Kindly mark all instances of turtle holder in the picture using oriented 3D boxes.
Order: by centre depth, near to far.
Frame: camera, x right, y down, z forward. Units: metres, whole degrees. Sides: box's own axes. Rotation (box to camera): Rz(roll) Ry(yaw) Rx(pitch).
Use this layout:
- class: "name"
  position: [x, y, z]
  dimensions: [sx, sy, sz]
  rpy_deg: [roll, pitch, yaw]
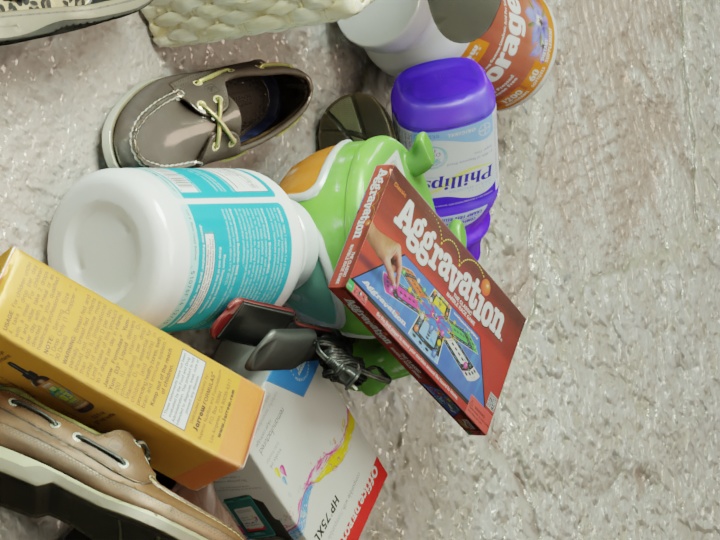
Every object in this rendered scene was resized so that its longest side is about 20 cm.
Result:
- class: "turtle holder"
  position: [0.001, -0.011, 1.676]
  dimensions: [0.186, 0.131, 0.142]
  rpy_deg: [55, 37, -45]

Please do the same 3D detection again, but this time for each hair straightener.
- class: "hair straightener"
  position: [-0.031, 0.066, 1.560]
  dimensions: [0.041, 0.077, 0.200]
  rpy_deg: [-50, 156, 6]

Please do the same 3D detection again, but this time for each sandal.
- class: "sandal"
  position: [0.007, -0.038, 1.761]
  dimensions: [0.055, 0.081, 0.202]
  rpy_deg: [17, 63, -77]

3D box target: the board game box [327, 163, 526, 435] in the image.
- class: "board game box"
  position: [0.052, 0.024, 1.598]
  dimensions: [0.200, 0.019, 0.104]
  rpy_deg: [47, 53, -41]

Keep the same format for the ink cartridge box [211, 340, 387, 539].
- class: "ink cartridge box"
  position: [-0.049, 0.151, 1.637]
  dimensions: [0.201, 0.067, 0.117]
  rpy_deg: [59, 40, -32]

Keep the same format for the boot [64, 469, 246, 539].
- class: "boot"
  position: [-0.121, 0.232, 1.520]
  dimensions: [0.187, 0.064, 0.201]
  rpy_deg: [-55, 134, -39]

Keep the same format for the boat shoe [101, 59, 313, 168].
- class: "boat shoe"
  position: [-0.107, -0.110, 1.597]
  dimensions: [0.200, 0.059, 0.072]
  rpy_deg: [-26, 107, -54]

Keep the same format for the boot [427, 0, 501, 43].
- class: "boot"
  position: [0.092, -0.247, 1.718]
  dimensions: [0.200, 0.064, 0.188]
  rpy_deg: [44, 50, -80]

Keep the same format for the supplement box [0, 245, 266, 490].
- class: "supplement box"
  position: [-0.162, 0.064, 1.425]
  dimensions: [0.199, 0.066, 0.069]
  rpy_deg: [30, 57, -24]

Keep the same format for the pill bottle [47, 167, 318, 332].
- class: "pill bottle"
  position: [-0.113, -0.015, 1.530]
  dimensions: [0.199, 0.110, 0.112]
  rpy_deg: [-3, 87, -56]

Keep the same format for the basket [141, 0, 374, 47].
- class: "basket"
  position: [-0.066, -0.278, 1.562]
  dimensions: [0.161, 0.199, 0.199]
  rpy_deg: [-50, 126, -44]

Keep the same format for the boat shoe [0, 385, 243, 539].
- class: "boat shoe"
  position: [-0.156, 0.131, 1.399]
  dimensions: [0.199, 0.072, 0.068]
  rpy_deg: [26, 58, -7]

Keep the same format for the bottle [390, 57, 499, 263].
- class: "bottle"
  position: [0.070, -0.076, 1.802]
  dimensions: [0.066, 0.083, 0.201]
  rpy_deg: [-110, -169, -46]

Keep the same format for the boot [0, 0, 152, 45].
- class: "boot"
  position: [-0.215, -0.228, 1.449]
  dimensions: [0.199, 0.073, 0.152]
  rpy_deg: [-23, 104, -49]

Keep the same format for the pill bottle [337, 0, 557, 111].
- class: "pill bottle"
  position: [0.069, -0.202, 1.825]
  dimensions: [0.199, 0.112, 0.113]
  rpy_deg: [13, 75, -54]
